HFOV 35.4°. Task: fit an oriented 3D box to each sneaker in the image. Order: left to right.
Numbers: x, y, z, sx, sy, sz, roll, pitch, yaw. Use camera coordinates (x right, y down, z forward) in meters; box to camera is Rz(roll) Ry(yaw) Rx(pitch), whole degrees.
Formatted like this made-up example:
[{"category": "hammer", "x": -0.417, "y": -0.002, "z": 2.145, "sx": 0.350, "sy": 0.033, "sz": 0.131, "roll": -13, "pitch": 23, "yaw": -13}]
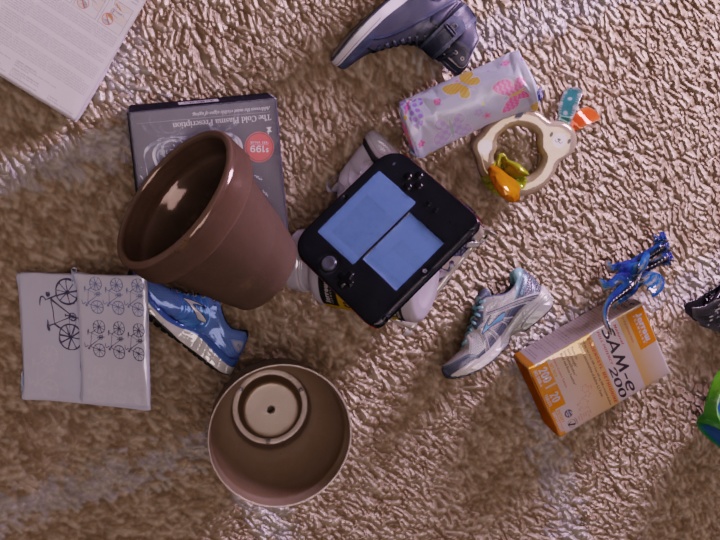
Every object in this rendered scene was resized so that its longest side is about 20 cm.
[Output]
[{"category": "sneaker", "x": -0.239, "y": 0.054, "z": 1.567, "sx": 0.199, "sy": 0.078, "sz": 0.090, "roll": 40, "pitch": 76, "yaw": -18}, {"category": "sneaker", "x": 0.042, "y": -0.087, "z": 1.562, "sx": 0.115, "sy": 0.075, "sz": 0.201, "roll": -42, "pitch": 75, "yaw": 7}, {"category": "sneaker", "x": 0.070, "y": -0.307, "z": 1.545, "sx": 0.202, "sy": 0.077, "sz": 0.147, "roll": -40, "pitch": 103, "yaw": -2}, {"category": "sneaker", "x": 0.186, "y": 0.077, "z": 1.657, "sx": 0.199, "sy": 0.078, "sz": 0.087, "roll": -41, "pitch": 94, "yaw": -8}, {"category": "sneaker", "x": 0.600, "y": 0.042, "z": 1.730, "sx": 0.198, "sy": 0.060, "sz": 0.105, "roll": -32, "pitch": 110, "yaw": 0}]

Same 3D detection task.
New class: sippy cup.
[{"category": "sippy cup", "x": 0.610, "y": 0.220, "z": 1.739, "sx": 0.139, "sy": 0.178, "sz": 0.131, "roll": 33, "pitch": 81, "yaw": 28}]

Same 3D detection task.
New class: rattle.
[{"category": "rattle", "x": 0.260, "y": -0.182, "z": 1.580, "sx": 0.197, "sy": 0.143, "sz": 0.132, "roll": -22, "pitch": 86, "yaw": 0}]

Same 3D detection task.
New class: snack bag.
[{"category": "snack bag", "x": -0.377, "y": 0.092, "z": 1.526, "sx": 0.196, "sy": 0.021, "sz": 0.192, "roll": 4, "pitch": 103, "yaw": 11}]

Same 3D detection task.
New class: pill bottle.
[{"category": "pill bottle", "x": 0.000, "y": 0.000, "z": 1.539, "sx": 0.197, "sy": 0.112, "sz": 0.115, "roll": 9, "pitch": 102, "yaw": 23}]

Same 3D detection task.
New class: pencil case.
[{"category": "pencil case", "x": 0.101, "y": -0.005, "z": 1.605, "sx": 0.201, "sy": 0.089, "sz": 0.078, "roll": -53, "pitch": 136, "yaw": 2}, {"category": "pencil case", "x": 0.150, "y": -0.228, "z": 1.558, "sx": 0.197, "sy": 0.084, "sz": 0.091, "roll": -21, "pitch": 142, "yaw": 4}]

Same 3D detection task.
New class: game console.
[{"category": "game console", "x": 0.032, "y": -0.045, "z": 1.468, "sx": 0.200, "sy": 0.177, "sz": 0.031, "roll": -44, "pitch": 148, "yaw": -7}]

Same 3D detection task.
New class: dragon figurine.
[{"category": "dragon figurine", "x": 0.403, "y": 0.010, "z": 1.644, "sx": 0.098, "sy": 0.200, "sz": 0.059, "roll": -22, "pitch": 106, "yaw": 34}]

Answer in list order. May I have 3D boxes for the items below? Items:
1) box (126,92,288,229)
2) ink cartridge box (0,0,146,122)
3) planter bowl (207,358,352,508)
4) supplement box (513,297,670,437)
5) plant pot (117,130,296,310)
[{"category": "box", "x": -0.204, "y": -0.134, "z": 1.511, "sx": 0.196, "sy": 0.104, "sz": 0.186, "roll": -7, "pitch": 104, "yaw": -9}, {"category": "ink cartridge box", "x": -0.389, "y": -0.322, "z": 1.470, "sx": 0.160, "sy": 0.050, "sz": 0.202, "roll": 31, "pitch": 90, "yaw": -15}, {"category": "planter bowl", "x": -0.119, "y": 0.210, "z": 1.582, "sx": 0.196, "sy": 0.135, "sz": 0.204, "roll": -2, "pitch": 103, "yaw": -10}, {"category": "supplement box", "x": 0.347, "y": 0.140, "z": 1.692, "sx": 0.198, "sy": 0.074, "sz": 0.127, "roll": -30, "pitch": 106, "yaw": -4}, {"category": "plant pot", "x": -0.175, "y": -0.041, "z": 1.401, "sx": 0.201, "sy": 0.200, "sz": 0.174, "roll": -47, "pitch": 124, "yaw": 1}]
